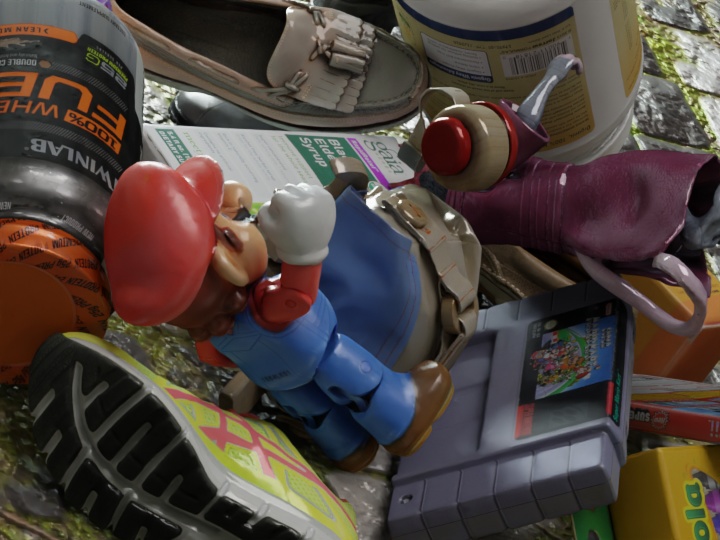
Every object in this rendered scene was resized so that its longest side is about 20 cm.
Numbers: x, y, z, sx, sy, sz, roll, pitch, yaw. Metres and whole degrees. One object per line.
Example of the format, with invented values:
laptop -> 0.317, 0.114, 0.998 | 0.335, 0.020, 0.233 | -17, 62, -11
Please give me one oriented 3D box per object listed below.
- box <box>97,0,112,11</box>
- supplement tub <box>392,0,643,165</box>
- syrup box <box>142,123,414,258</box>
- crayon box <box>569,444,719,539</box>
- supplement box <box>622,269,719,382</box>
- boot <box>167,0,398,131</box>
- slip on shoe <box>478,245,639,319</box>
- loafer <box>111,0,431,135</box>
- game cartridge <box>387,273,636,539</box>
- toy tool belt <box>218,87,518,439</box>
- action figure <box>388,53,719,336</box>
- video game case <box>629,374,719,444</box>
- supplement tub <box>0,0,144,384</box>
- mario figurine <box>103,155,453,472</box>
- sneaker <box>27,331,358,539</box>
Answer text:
box -> -0.219, -0.176, 1.626 | 0.200, 0.137, 0.039 | 42, 75, 12
supplement tub -> 0.095, -0.152, 1.726 | 0.143, 0.200, 0.145 | -6, 55, 8
syrup box -> -0.049, -0.027, 1.619 | 0.199, 0.082, 0.079 | -1, 45, -43
crayon box -> 0.202, 0.161, 1.573 | 0.199, 0.051, 0.128 | -1, 76, -44
supplement box -> 0.153, -0.015, 1.815 | 0.069, 0.067, 0.200 | -11, 53, -51
boot -> -0.032, -0.144, 1.752 | 0.070, 0.132, 0.200 | 41, 31, 10
slip on shoe -> 0.090, -0.018, 1.761 | 0.200, 0.061, 0.076 | 46, 32, 20
loafer -> -0.058, -0.128, 1.665 | 0.199, 0.063, 0.072 | 12, 73, 8
game cartridge -> 0.087, 0.074, 1.572 | 0.039, 0.129, 0.200 | 61, 20, -24
toy tool belt -> 0.000, 0.000, 1.514 | 0.123, 0.201, 0.125 | -3, 36, -49
action figure -> 0.110, -0.029, 1.607 | 0.199, 0.134, 0.150 | 7, 56, 12
video game case -> 0.191, 0.080, 1.643 | 0.142, 0.018, 0.199 | 0, 4, -44
supplement tub -> -0.173, -0.045, 1.472 | 0.122, 0.123, 0.201 | 21, 39, -21
mario figurine -> -0.041, 0.007, 1.415 | 0.200, 0.123, 0.106 | 42, 17, -27
sneaker -> -0.081, 0.097, 1.424 | 0.200, 0.078, 0.090 | 42, 28, -8
